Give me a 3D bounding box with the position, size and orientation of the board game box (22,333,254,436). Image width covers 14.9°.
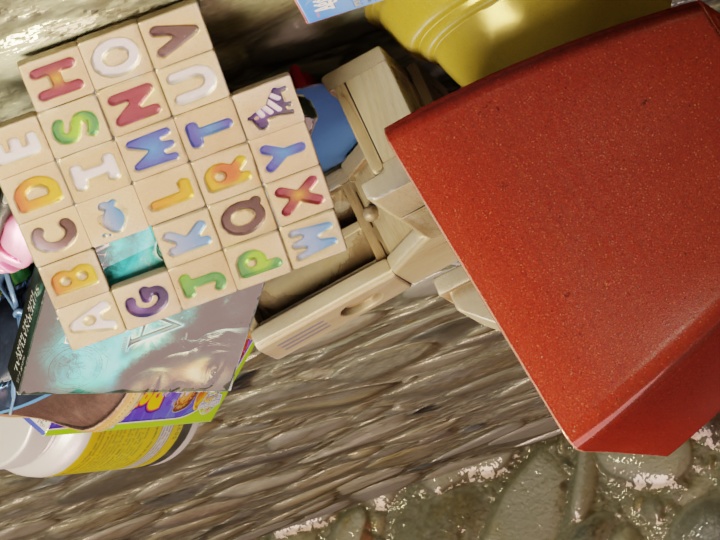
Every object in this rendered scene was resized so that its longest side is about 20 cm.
[{"bbox_3d":[-0.143,0.043,1.901,0.200,0.045,0.135,-1,125,-59],"label":"board game box"}]

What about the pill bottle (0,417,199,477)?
[{"bbox_3d":[-0.212,0.092,2.001,0.114,0.115,0.200,-26,167,28],"label":"pill bottle"}]

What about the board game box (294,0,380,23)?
[{"bbox_3d":[0.004,-0.172,1.360,0.102,0.020,0.200,-18,167,4],"label":"board game box"}]

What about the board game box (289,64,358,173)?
[{"bbox_3d":[-0.072,-0.085,1.617,0.199,0.039,0.158,-15,162,-32],"label":"board game box"}]

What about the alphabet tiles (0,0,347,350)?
[{"bbox_3d":[-0.108,-0.054,1.484,0.166,0.008,0.201,-20,133,-1],"label":"alphabet tiles"}]

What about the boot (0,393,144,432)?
[{"bbox_3d":[-0.233,0.048,1.709,0.166,0.073,0.200,22,157,-30],"label":"boot"}]

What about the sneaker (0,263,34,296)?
[{"bbox_3d":[-0.133,-0.013,1.748,0.199,0.074,0.084,-18,172,-8],"label":"sneaker"}]

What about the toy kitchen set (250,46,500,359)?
[{"bbox_3d":[0.000,0.000,1.614,0.180,0.164,0.200,-28,164,10],"label":"toy kitchen set"}]

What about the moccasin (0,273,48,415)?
[{"bbox_3d":[-0.174,0.014,1.619,0.199,0.081,0.068,-34,158,7],"label":"moccasin"}]

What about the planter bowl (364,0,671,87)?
[{"bbox_3d":[0.109,-0.141,1.537,0.199,0.084,0.200,-19,169,-4],"label":"planter bowl"}]

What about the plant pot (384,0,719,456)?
[{"bbox_3d":[0.162,-0.032,1.477,0.176,0.200,0.200,-34,165,14],"label":"plant pot"}]

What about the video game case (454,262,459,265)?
[{"bbox_3d":[0.115,-0.080,1.796,0.200,0.022,0.182,-46,164,13],"label":"video game case"}]

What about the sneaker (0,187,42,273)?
[{"bbox_3d":[-0.249,-0.022,1.571,0.095,0.079,0.200,11,155,-24],"label":"sneaker"}]

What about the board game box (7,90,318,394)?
[{"bbox_3d":[-0.113,-0.014,1.548,0.135,0.028,0.201,0,128,-25],"label":"board game box"}]
